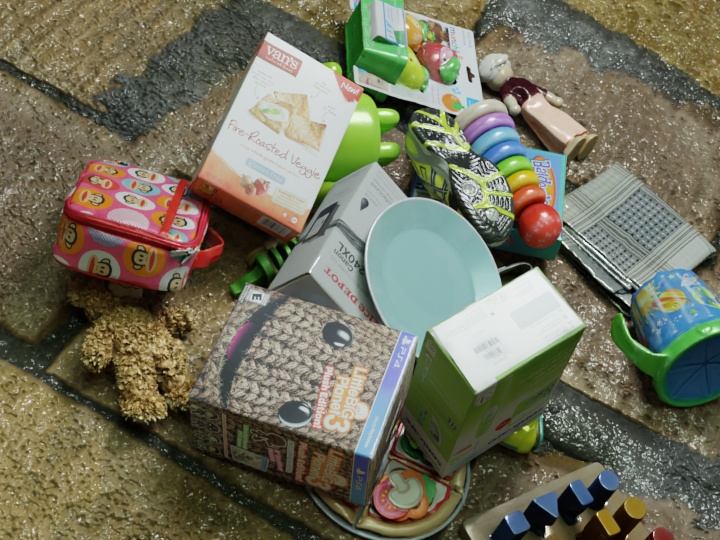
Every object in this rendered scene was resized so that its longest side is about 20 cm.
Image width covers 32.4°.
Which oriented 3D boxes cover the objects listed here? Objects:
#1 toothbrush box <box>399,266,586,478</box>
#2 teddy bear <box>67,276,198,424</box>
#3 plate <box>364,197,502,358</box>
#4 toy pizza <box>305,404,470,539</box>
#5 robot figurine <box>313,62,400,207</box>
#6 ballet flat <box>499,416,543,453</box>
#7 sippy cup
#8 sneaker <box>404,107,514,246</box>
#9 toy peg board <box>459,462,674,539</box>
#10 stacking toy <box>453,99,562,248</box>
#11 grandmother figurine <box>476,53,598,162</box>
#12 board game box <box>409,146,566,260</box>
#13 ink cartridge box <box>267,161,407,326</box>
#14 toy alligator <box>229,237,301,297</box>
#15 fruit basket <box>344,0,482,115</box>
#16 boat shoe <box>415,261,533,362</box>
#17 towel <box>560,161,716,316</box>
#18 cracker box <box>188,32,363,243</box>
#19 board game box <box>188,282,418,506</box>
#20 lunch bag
[{"bbox_3d":[0.133,0.109,1.287,0.145,0.201,0.086,-27,66,-23],"label":"toothbrush box"},{"bbox_3d":[-0.237,0.075,1.331,0.143,0.067,0.202,-1,54,-21],"label":"teddy bear"},{"bbox_3d":[0.080,0.015,1.404,0.198,0.025,0.203,15,64,-32],"label":"plate"},{"bbox_3d":[0.028,0.198,1.347,0.198,0.032,0.202,9,51,-12],"label":"toy pizza"},{"bbox_3d":[-0.051,-0.165,1.545,0.198,0.116,0.178,0,85,-20],"label":"robot figurine"},{"bbox_3d":[0.175,0.117,1.439,0.066,0.067,0.202,10,53,-7],"label":"ballet flat"},{"bbox_3d":[0.395,0.073,1.512,0.177,0.139,0.131,35,23,-43],"label":"sippy cup"},{"bbox_3d":[0.122,-0.107,1.523,0.075,0.077,0.201,-18,62,-23],"label":"sneaker"},{"bbox_3d":[0.244,0.299,1.299,0.198,0.098,0.200,-16,60,-29],"label":"toy peg board"},{"bbox_3d":[0.189,-0.115,1.539,0.085,0.086,0.201,-14,59,-27],"label":"stacking toy"},{"bbox_3d":[0.237,-0.233,1.738,0.200,0.061,0.121,47,26,22],"label":"grandmother figurine"},{"bbox_3d":[0.163,-0.101,1.600,0.197,0.045,0.153,11,50,1],"label":"board game box"},{"bbox_3d":[0.000,0.000,1.422,0.145,0.083,0.201,47,46,-20],"label":"ink cartridge box"},{"bbox_3d":[-0.066,-0.019,1.468,0.199,0.054,0.060,-22,63,-31],"label":"toy alligator"},{"bbox_3d":[0.079,-0.300,1.711,0.198,0.094,0.187,10,51,-15],"label":"fruit basket"},{"bbox_3d":[0.136,0.050,1.476,0.073,0.065,0.200,39,53,11],"label":"boat shoe"},{"bbox_3d":[0.351,-0.049,1.645,0.199,0.035,0.193,-31,68,-34],"label":"towel"},{"bbox_3d":[-0.096,-0.153,1.431,0.133,0.058,0.202,28,69,-14],"label":"cracker box"},{"bbox_3d":[-0.058,0.128,1.303,0.198,0.097,0.160,16,52,9],"label":"board game box"},{"bbox_3d":[-0.237,-0.047,1.373,0.174,0.083,0.200,17,21,-8],"label":"lunch bag"}]
